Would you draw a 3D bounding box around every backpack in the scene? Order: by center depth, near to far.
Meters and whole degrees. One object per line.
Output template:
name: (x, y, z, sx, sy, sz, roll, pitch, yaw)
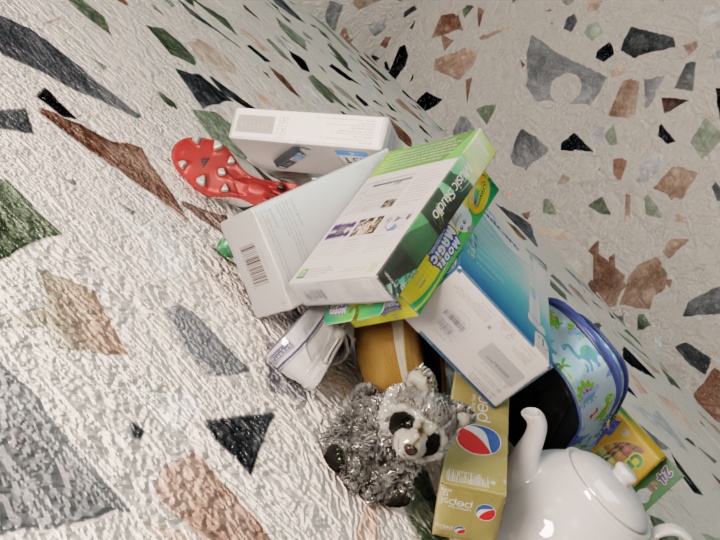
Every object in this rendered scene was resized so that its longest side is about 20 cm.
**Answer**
backpack: (0.245, 0.136, 1.084, 0.184, 0.145, 0.202, 50, -26, 27)

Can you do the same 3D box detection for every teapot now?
teapot: (0.240, 0.265, 0.912, 0.198, 0.146, 0.199, 22, 25, -50)

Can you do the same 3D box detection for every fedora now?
fedora: (0.043, 0.084, 0.964, 0.200, 0.080, 0.206, -12, 90, -76)

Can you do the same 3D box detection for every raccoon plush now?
raccoon plush: (0.031, 0.121, 0.805, 0.096, 0.135, 0.201, 31, 19, -25)

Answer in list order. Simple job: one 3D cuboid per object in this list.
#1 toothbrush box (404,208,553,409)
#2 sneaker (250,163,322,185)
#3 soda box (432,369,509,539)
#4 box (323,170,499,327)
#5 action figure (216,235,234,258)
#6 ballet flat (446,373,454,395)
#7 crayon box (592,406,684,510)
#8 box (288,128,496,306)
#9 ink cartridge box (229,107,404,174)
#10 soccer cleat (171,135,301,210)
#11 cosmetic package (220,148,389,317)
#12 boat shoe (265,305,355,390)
toothbrush box: (0.129, 0.022, 0.924, 0.146, 0.085, 0.201, 44, 27, -15)
sneaker: (-0.088, -0.121, 1.205, 0.197, 0.076, 0.099, 4, 30, -46)
soda box: (0.116, 0.180, 0.875, 0.062, 0.069, 0.201, 9, 30, 7)
box: (0.049, -0.017, 0.861, 0.048, 0.201, 0.117, 47, -29, -17)
action figure: (-0.098, -0.014, 0.990, 0.119, 0.055, 0.199, 53, 16, 28)
ballet flat: (0.129, 0.171, 1.030, 0.069, 0.070, 0.201, 35, 18, -20)
crayon box: (0.328, 0.248, 1.188, 0.201, 0.126, 0.051, 49, 19, 25)
box: (0.031, -0.051, 0.835, 0.036, 0.201, 0.143, 48, -29, -25)
ink cartridge box: (-0.039, -0.141, 1.068, 0.195, 0.046, 0.176, 8, -15, 20)
soccer cleat: (-0.146, -0.103, 1.074, 0.196, 0.070, 0.085, 23, -16, 2)
cosmetic package: (-0.037, -0.043, 0.924, 0.198, 0.080, 0.115, -26, 96, -36)
boat shoe: (-0.039, 0.070, 0.908, 0.065, 0.074, 0.200, 46, 26, -1)
